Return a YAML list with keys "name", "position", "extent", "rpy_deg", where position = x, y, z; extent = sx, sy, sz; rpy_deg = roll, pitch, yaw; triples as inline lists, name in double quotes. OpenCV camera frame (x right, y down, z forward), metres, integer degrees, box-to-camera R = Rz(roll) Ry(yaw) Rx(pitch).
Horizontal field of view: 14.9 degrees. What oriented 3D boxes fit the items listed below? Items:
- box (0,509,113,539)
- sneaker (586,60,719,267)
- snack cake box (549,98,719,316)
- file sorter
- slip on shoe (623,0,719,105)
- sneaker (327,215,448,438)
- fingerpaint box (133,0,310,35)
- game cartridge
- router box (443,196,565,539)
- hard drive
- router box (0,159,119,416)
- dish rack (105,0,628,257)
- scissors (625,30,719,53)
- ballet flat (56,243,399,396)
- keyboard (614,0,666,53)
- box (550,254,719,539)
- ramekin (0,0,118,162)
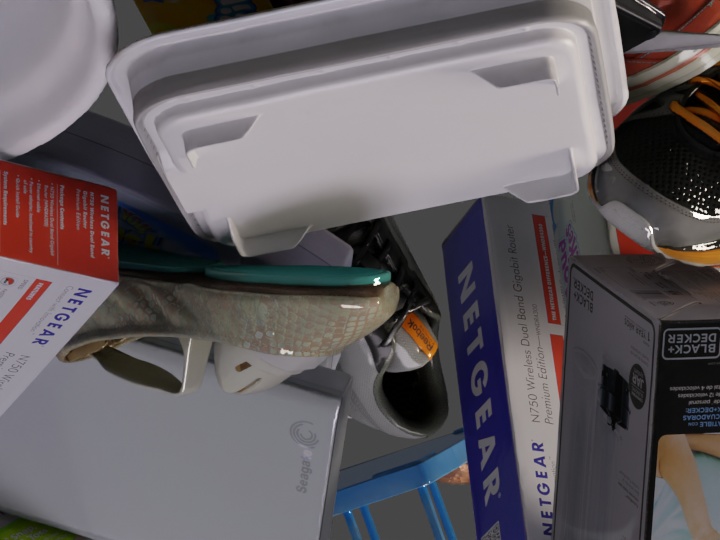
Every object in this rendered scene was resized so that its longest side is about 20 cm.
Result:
- name: "box"
  position: [-0.188, 0.162, 1.369]
  extent: [0.200, 0.112, 0.102]
  rpy_deg: [-27, 134, -37]
- name: "sneaker"
  position: [0.168, -0.071, 1.203]
  extent: [0.200, 0.078, 0.077]
  rpy_deg: [-38, 160, -43]
- name: "snack cake box"
  position: [0.194, -0.023, 1.305]
  extent: [0.200, 0.115, 0.067]
  rpy_deg: [4, 147, -14]
- name: "file sorter"
  position: [-0.008, 0.178, 1.551]
  extent: [0.200, 0.123, 0.139]
  rpy_deg: [-20, 180, 23]
- name: "slip on shoe"
  position: [0.080, -0.094, 1.229]
  extent: [0.200, 0.074, 0.061]
  rpy_deg: [-24, 111, 38]
- name: "sneaker"
  position: [0.000, 0.000, 1.305]
  extent: [0.074, 0.079, 0.200]
  rpy_deg: [-42, 136, -24]
- name: "fingerpaint box"
  position: [-0.014, -0.149, 1.100]
  extent: [0.166, 0.073, 0.200]
  rpy_deg: [-11, 150, 9]
- name: "game cartridge"
  position: [-0.101, -0.013, 1.264]
  extent: [0.200, 0.041, 0.133]
  rpy_deg: [23, 146, 10]
- name: "router box"
  position: [0.139, 0.069, 1.354]
  extent: [0.179, 0.200, 0.049]
  rpy_deg: [10, 145, -21]
- name: "hard drive"
  position: [-0.108, 0.076, 1.293]
  extent: [0.200, 0.026, 0.132]
  rpy_deg: [16, 129, 9]
- name: "router box"
  position: [-0.225, 0.015, 1.174]
  extent: [0.179, 0.049, 0.200]
  rpy_deg: [14, 144, -27]
- name: "dish rack"
  position: [0.009, -0.058, 1.107]
  extent: [0.200, 0.044, 0.172]
  rpy_deg: [-11, 159, 5]
- name: "scissors"
  position: [0.062, -0.103, 1.185]
  extent: [0.200, 0.014, 0.073]
  rpy_deg: [-14, 107, 34]
- name: "ballet flat"
  position: [-0.059, 0.024, 1.180]
  extent: [0.200, 0.063, 0.067]
  rpy_deg: [6, -172, 44]
- name: "keyboard"
  position: [0.013, -0.082, 1.133]
  extent: [0.200, 0.021, 0.127]
  rpy_deg: [-25, 154, 31]
- name: "box"
  position: [0.129, 0.102, 1.195]
  extent: [0.060, 0.200, 0.117]
  rpy_deg: [-1, -167, -15]
- name: "ramekin"
  position: [-0.196, -0.127, 1.087]
  extent: [0.200, 0.098, 0.201]
  rpy_deg: [-3, 149, -2]
